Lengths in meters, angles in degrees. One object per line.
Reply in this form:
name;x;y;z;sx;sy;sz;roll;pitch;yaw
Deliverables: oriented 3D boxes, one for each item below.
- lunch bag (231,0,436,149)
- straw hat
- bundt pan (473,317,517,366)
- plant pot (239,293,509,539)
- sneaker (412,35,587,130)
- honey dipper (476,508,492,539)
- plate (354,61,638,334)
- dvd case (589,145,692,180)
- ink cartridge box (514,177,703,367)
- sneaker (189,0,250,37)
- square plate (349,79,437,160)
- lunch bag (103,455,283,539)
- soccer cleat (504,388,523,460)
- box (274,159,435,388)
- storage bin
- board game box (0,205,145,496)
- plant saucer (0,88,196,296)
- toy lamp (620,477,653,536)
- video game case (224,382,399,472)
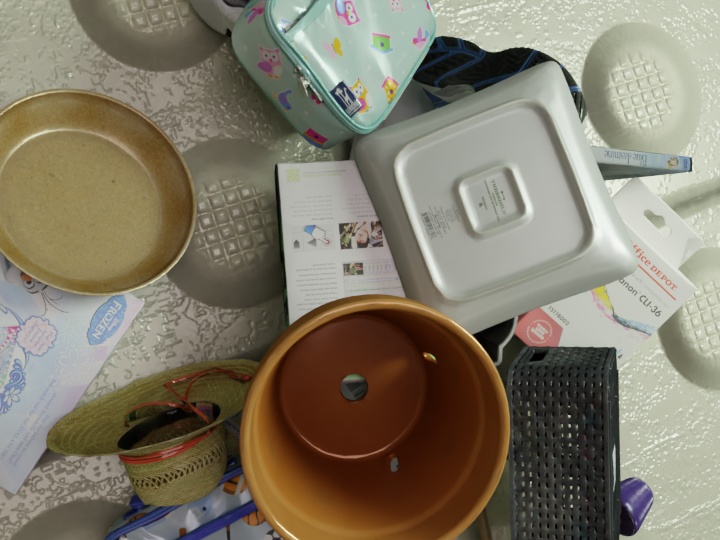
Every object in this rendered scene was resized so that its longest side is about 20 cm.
lunch bag;-0.021;-0.223;0.837;0.161;0.077;0.201;51;51;-26
straw hat;-0.156;0.150;0.771;0.199;0.201;0.086;-16;103;-19
bundt pan;0.050;0.028;0.896;0.199;0.076;0.204;0;92;-8
plant pot;0.002;0.110;0.718;0.198;0.140;0.202;-1;98;-9
sneaker;0.137;-0.167;0.872;0.076;0.199;0.077;-50;140;-9
honey dipper;0.130;0.272;0.936;0.038;0.038;0.202;-13;91;-19
plate;0.113;-0.059;0.784;0.198;0.032;0.201;-21;83;6
dvd case;0.215;-0.107;0.920;0.198;0.142;0.018;0;90;-33
ink cartridge box;0.258;0.016;0.941;0.116;0.068;0.200;39;103;-11
sneaker;-0.071;-0.247;0.893;0.200;0.075;0.114;46;71;-11
square plate;0.088;-0.126;0.961;0.196;0.028;0.202;14;81;-18
lunch bag;-0.131;0.258;0.813;0.198;0.076;0.162;-26;96;-6
soccer cleat;0.124;0.143;0.868;0.199;0.084;0.065;10;42;-56
box;0.000;0.000;0.819;0.143;0.036;0.202;-3;80;-8
storage bin;0.198;0.180;0.866;0.093;0.135;0.202;-2;95;19
board game box;-0.328;0.056;0.795;0.198;0.043;0.201;36;75;-12
plant saucer;-0.247;-0.066;0.813;0.198;0.035;0.202;14;62;-27
toy lamp;0.233;0.286;0.951;0.199;0.058;0.059;-29;95;-27
video game case;-0.030;0.184;0.859;0.181;0.023;0.201;-35;98;8
